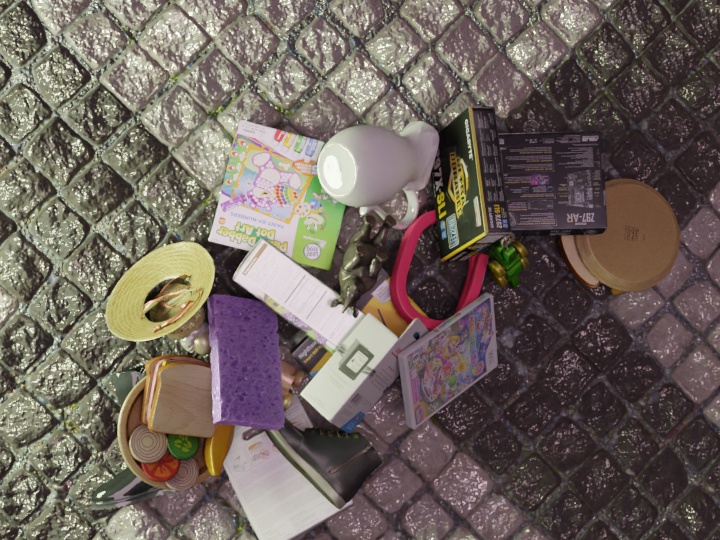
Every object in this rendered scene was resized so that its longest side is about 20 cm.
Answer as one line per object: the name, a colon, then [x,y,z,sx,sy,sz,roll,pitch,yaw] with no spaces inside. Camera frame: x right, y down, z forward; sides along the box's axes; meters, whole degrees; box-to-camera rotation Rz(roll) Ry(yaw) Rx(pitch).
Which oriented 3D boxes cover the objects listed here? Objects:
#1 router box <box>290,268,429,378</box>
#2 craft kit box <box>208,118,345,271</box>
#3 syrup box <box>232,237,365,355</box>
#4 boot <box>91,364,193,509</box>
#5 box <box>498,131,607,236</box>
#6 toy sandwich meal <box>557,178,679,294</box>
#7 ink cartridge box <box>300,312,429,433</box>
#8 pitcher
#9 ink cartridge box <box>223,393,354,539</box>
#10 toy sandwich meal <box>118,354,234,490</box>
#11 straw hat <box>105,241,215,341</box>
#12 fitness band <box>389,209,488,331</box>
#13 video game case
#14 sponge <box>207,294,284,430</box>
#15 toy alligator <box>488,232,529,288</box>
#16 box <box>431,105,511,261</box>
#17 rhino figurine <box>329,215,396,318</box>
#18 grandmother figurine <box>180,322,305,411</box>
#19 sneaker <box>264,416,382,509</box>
router box: [0.009,0.115,1.761,0.200,0.051,0.149,-45,96,-4]
craft kit box: [-0.121,-0.118,1.740,0.199,0.049,0.199,13,93,-8]
syrup box: [-0.095,0.038,1.685,0.200,0.079,0.082,36,88,-5]
boot: [-0.353,0.253,1.709,0.164,0.066,0.201,-13,97,-16]
box: [0.287,-0.137,1.758,0.199,0.044,0.161,-2,78,3]
toy sandwich meal: [0.424,-0.051,1.810,0.204,0.070,0.207,2,82,-12]
ink cartridge box: [0.011,0.141,1.672,0.067,0.116,0.200,39,86,22]
pitcher: [0.029,-0.139,1.698,0.199,0.121,0.173,-14,110,-48]
ink cartridge box: [-0.125,0.323,1.767,0.162,0.050,0.201,-28,77,-6]
toy sandwich meal: [-0.266,0.230,1.662,0.204,0.070,0.207,1,88,-29]
straw hat: [-0.283,0.057,1.682,0.201,0.201,0.085,-39,130,-5]
fitness band: [0.124,0.001,1.754,0.143,0.037,0.201,23,70,-13]
video game case: [0.140,0.140,1.724,0.200,0.018,0.144,-32,130,-32]
sponge: [-0.173,0.139,1.673,0.111,0.030,0.201,10,63,-34]
toy alligator: [0.223,-0.029,1.736,0.059,0.200,0.054,-40,65,-7]
box: [0.164,-0.129,1.694,0.049,0.160,0.201,-1,77,-19]
rhino figurine: [0.000,0.000,1.645,0.060,0.200,0.088,26,131,-6]
grandmother figurine: [-0.187,0.138,1.733,0.199,0.061,0.122,27,75,-10]
sneaker: [-0.065,0.264,1.725,0.106,0.075,0.200,-43,87,-16]
